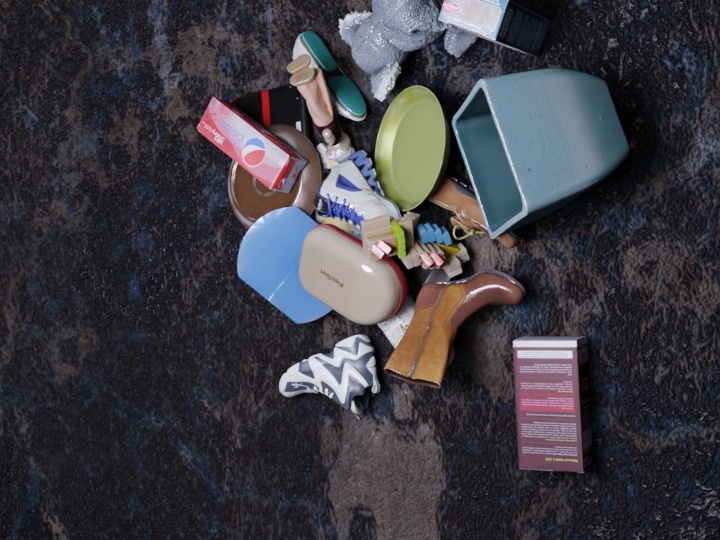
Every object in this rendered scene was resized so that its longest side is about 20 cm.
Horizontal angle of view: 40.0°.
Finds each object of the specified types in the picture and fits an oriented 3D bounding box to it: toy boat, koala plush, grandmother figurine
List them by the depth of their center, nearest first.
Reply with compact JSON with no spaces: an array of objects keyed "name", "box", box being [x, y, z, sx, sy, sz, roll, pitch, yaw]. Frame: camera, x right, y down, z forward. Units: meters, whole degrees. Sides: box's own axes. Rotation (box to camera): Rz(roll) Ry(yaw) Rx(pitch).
[{"name":"koala plush","box":[0.055,-0.391,1.588,0.199,0.182,0.179,-38,75,37]},{"name":"grandmother figurine","box":[-0.059,-0.255,1.647,0.060,0.201,0.123,-16,47,13]},{"name":"toy boat","box":[0.000,0.000,1.648,0.199,0.130,0.132,31,125,29]}]

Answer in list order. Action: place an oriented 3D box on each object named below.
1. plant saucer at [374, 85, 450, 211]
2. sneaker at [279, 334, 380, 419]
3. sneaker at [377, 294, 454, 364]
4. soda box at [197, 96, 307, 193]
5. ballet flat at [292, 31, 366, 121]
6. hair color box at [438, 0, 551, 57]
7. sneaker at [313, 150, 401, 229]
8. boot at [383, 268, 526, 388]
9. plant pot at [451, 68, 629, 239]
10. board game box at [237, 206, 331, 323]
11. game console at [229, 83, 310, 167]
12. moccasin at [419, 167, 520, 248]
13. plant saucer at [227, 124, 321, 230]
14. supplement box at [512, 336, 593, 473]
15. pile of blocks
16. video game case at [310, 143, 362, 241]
[{"name":"plant saucer","box":[0.089,-0.196,1.608,0.199,0.031,0.204,-14,73,56]},{"name":"sneaker","box":[-0.047,0.210,1.720,0.197,0.079,0.131,-28,71,17]},{"name":"sneaker","box":[0.067,0.089,1.648,0.199,0.084,0.073,39,112,23]},{"name":"soda box","box":[-0.189,-0.217,1.704,0.199,0.063,0.071,38,105,24]},{"name":"ballet flat","box":[-0.056,-0.322,1.709,0.069,0.069,0.201,-41,70,24]},{"name":"hair color box","box":[0.203,-0.373,1.476,0.099,0.199,0.061,26,105,25]},{"name":"sneaker","box":[-0.013,-0.102,1.632,0.081,0.113,0.201,97,150,-54]},{"name":"boot","box":[0.149,0.090,1.545,0.185,0.069,0.202,8,54,28]},{"name":"plant pot","box":[0.272,-0.183,1.448,0.197,0.196,0.200,-17,84,-10]},{"name":"board game box","box":[-0.113,-0.013,1.721,0.199,0.039,0.159,38,96,-7]},{"name":"game console","box":[-0.163,-0.225,1.778,0.174,0.031,0.204,-7,84,28]},{"name":"moccasin","box":[0.171,-0.093,1.584,0.200,0.073,0.079,36,111,23]},{"name":"plant saucer","box":[-0.160,-0.158,1.739,0.197,0.032,0.204,-1,88,29]},{"name":"supplement box","box":[0.300,0.206,1.539,0.107,0.061,0.204,-2,91,30]},{"name":"pile of blocks","box":[0.095,-0.039,1.548,0.062,0.197,0.083,56,133,55]},{"name":"video game case","box":[-0.060,-0.088,1.742,0.201,0.023,0.182,49,114,18]}]
